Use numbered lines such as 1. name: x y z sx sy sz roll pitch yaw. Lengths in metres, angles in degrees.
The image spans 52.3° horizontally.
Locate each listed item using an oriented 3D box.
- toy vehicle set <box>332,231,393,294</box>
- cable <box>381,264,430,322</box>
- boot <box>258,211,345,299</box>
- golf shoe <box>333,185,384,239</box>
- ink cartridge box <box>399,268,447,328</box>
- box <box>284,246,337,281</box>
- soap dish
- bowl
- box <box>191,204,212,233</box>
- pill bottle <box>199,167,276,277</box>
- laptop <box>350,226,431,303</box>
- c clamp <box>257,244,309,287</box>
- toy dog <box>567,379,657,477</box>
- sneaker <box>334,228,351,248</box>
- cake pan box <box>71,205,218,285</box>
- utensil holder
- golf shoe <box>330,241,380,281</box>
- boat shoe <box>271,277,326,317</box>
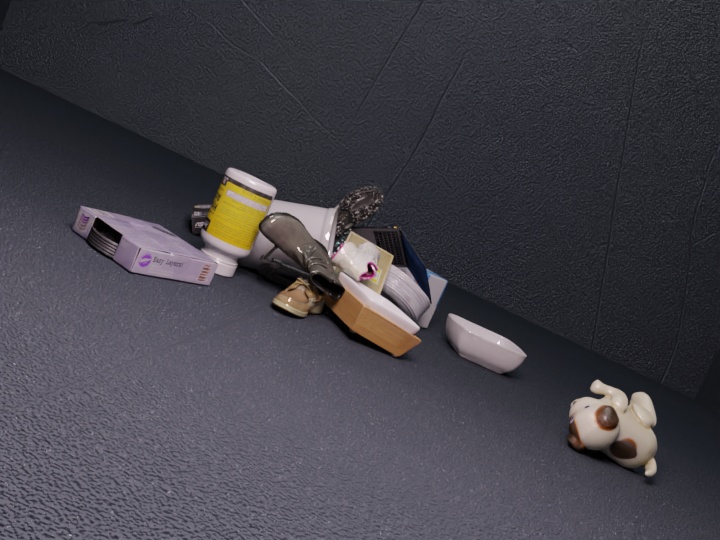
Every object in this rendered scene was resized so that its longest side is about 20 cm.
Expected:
1. toy vehicle set: 0.000 0.000 1.708 0.123 0.027 0.201 30 38 -5
2. cable: 0.081 0.054 1.863 0.199 0.069 0.200 15 -30 54
3. boot: -0.107 -0.028 1.445 0.199 0.068 0.131 36 16 -42
4. golf shoe: -0.033 -0.139 1.789 0.078 0.199 0.094 56 -3 -8
5. ink cartridge box: 0.127 0.048 2.030 0.084 0.146 0.199 18 9 -41
6. box: -0.167 -0.042 1.807 0.198 0.108 0.148 24 7 -3
7. soap dish: 0.019 0.091 1.514 0.156 0.082 0.200 32 2 -28
8. bowl: 0.311 0.194 1.898 0.198 0.075 0.200 24 8 -10
9. box: -0.346 -0.133 1.856 0.158 0.045 0.200 -2 13 -11
10. pill bottle: -0.256 -0.094 1.480 0.110 0.202 0.111 24 6 -3
11. laptop: 0.080 -0.013 1.851 0.197 0.117 0.188 1 -30 11
12. c clamp: -0.138 0.015 1.581 0.198 0.027 0.170 25 -26 -26
13. toy dog: 0.490 0.320 1.463 0.198 0.139 0.196 22 44 -35
14. sneaker: -0.077 -0.048 1.952 0.078 0.198 0.091 63 -10 -3
15. cake pan box: -0.379 -0.043 1.292 0.183 0.053 0.199 27 6 30
16. utensil holder: -0.162 -0.070 1.645 0.197 0.173 0.170 10 7 1
17. golf shoe: 0.005 -0.012 1.618 0.091 0.076 0.199 44 19 16
18. boat shoe: -0.118 0.048 1.470 0.073 0.067 0.200 26 7 12
